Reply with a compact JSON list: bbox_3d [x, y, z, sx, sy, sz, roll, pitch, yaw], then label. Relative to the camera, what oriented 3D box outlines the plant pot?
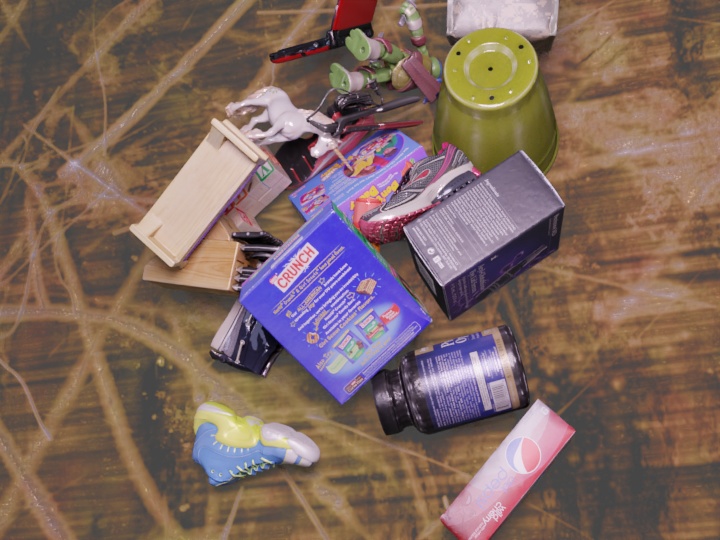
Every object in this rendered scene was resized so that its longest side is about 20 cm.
[{"bbox_3d":[0.190,-0.238,1.112,0.196,0.193,0.205,-4,68,11],"label":"plant pot"}]

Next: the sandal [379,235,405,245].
[{"bbox_3d":[0.055,-0.084,1.140,0.197,0.055,0.083,-22,106,5],"label":"sandal"}]

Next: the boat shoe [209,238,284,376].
[{"bbox_3d":[-0.137,0.060,1.142,0.092,0.075,0.203,26,85,15],"label":"boat shoe"}]

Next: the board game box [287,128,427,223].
[{"bbox_3d":[-0.003,-0.131,1.157,0.198,0.045,0.135,-36,31,-2],"label":"board game box"}]

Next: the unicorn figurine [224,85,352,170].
[{"bbox_3d":[-0.116,-0.217,1.141,0.135,0.074,0.202,-24,62,-14],"label":"unicorn figurine"}]

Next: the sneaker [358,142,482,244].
[{"bbox_3d":[0.074,-0.105,1.067,0.198,0.081,0.075,-32,77,-26],"label":"sneaker"}]

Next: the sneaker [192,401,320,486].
[{"bbox_3d":[-0.152,0.260,1.072,0.197,0.076,0.107,15,85,25],"label":"sneaker"}]

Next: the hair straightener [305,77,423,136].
[{"bbox_3d":[0.006,-0.242,1.130,0.197,0.041,0.079,-13,103,-29],"label":"hair straightener"}]

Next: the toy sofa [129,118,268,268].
[{"bbox_3d":[-0.219,-0.105,1.065,0.082,0.098,0.201,39,95,1],"label":"toy sofa"}]

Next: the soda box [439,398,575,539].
[{"bbox_3d":[0.189,0.266,0.987,0.063,0.070,0.200,38,81,21],"label":"soda box"}]

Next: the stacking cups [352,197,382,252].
[{"bbox_3d":[0.000,0.000,1.092,0.059,0.060,0.205,4,96,13],"label":"stacking cups"}]

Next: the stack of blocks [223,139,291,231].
[{"bbox_3d":[-0.204,-0.101,1.197,0.199,0.058,0.116,-41,65,9],"label":"stack of blocks"}]

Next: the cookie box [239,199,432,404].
[{"bbox_3d":[-0.032,0.041,1.012,0.171,0.075,0.200,-42,107,4],"label":"cookie box"}]

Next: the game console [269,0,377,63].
[{"bbox_3d":[-0.047,-0.409,1.202,0.169,0.200,0.121,-8,108,21],"label":"game console"}]

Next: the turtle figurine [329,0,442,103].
[{"bbox_3d":[0.034,-0.351,1.206,0.142,0.192,0.204,-7,98,46],"label":"turtle figurine"}]

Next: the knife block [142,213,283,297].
[{"bbox_3d":[-0.194,0.010,1.098,0.199,0.064,0.177,-39,66,9],"label":"knife block"}]

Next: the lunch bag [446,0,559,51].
[{"bbox_3d":[0.217,-0.391,1.167,0.160,0.200,0.120,3,96,10],"label":"lunch bag"}]

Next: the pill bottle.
[{"bbox_3d":[0.117,0.152,1.024,0.196,0.112,0.114,-16,67,5],"label":"pill bottle"}]

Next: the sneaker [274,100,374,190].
[{"bbox_3d":[-0.054,-0.188,1.217,0.199,0.086,0.075,-35,70,23],"label":"sneaker"}]

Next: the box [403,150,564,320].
[{"bbox_3d":[0.173,-0.045,1.067,0.198,0.148,0.105,-33,66,-1],"label":"box"}]
